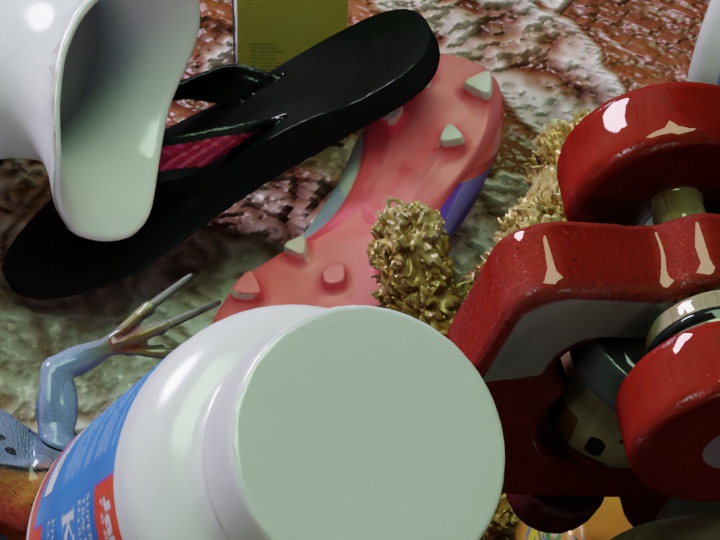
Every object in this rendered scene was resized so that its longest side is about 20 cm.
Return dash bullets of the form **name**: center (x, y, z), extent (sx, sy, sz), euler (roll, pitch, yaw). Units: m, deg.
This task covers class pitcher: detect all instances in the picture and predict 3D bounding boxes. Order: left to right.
- **pitcher**: center (-0.150, -0.115, 1.024), extent (0.200, 0.121, 0.172), euler (18, 71, 29)

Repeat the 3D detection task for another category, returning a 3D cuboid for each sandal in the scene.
- **sandal**: center (-0.064, -0.056, 1.047), extent (0.200, 0.045, 0.075), euler (-30, 36, 10)

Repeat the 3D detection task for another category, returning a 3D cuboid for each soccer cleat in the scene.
- **soccer cleat**: center (0.000, 0.000, 1.045), extent (0.067, 0.076, 0.200), euler (23, 65, 17)

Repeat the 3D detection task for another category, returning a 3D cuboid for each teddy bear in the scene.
- **teddy bear**: center (0.068, 0.025, 0.991), extent (0.200, 0.067, 0.145), euler (-29, 100, -32)

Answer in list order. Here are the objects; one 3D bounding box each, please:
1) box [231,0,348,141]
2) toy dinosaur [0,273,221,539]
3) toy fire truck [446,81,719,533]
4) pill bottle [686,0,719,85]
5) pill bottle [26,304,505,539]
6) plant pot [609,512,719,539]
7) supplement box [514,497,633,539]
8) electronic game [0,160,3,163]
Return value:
- **box**: center (-0.029, -0.147, 1.081), extent (0.050, 0.200, 0.075), euler (0, 46, -4)
- **toy dinosaur**: center (-0.134, 0.081, 0.926), extent (0.181, 0.105, 0.200), euler (38, 52, 16)
- **toy fire truck**: center (0.121, 0.036, 0.817), extent (0.200, 0.168, 0.112), euler (1, 53, -19)
- **pill bottle**: center (0.246, -0.077, 1.091), extent (0.200, 0.114, 0.114), euler (20, 49, 14)
- **pill bottle**: center (-0.031, 0.074, 0.812), extent (0.112, 0.200, 0.112), euler (6, 72, -18)
- **plant pot**: center (0.146, 0.192, 0.799), extent (0.200, 0.200, 0.175), euler (13, 64, 8)
- **supplement box**: center (0.159, 0.102, 0.931), extent (0.200, 0.069, 0.067), euler (6, 46, -13)
- **electronic game**: center (-0.235, -0.097, 1.129), extent (0.200, 0.042, 0.200), euler (4, 54, -6)
